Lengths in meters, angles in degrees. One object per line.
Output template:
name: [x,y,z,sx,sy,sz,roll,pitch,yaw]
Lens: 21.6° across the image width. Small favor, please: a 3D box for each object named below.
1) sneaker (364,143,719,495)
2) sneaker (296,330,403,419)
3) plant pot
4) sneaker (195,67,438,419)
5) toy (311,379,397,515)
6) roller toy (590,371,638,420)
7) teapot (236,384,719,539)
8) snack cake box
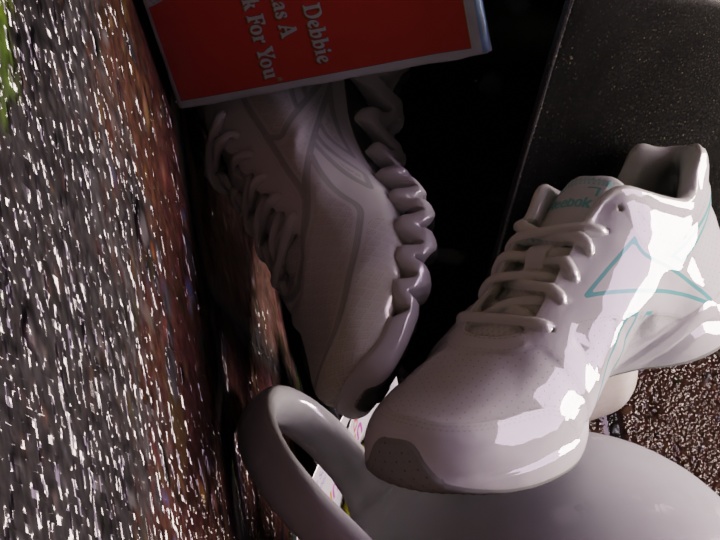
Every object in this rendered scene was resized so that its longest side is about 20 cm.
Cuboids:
sneaker: [0.064,0.012,0.653,0.200,0.070,0.080,-32,125,-46]
sneaker: [0.000,0.000,0.923,0.085,0.074,0.200,-91,170,-67]
plant pot: [0.089,-0.077,0.798,0.200,0.177,0.200,49,-45,49]
sneaker: [-0.021,-0.030,0.691,0.200,0.081,0.075,-97,-156,-43]
toy: [0.025,0.131,0.885,0.115,0.047,0.200,-67,158,-45]
roller toy: [0.083,0.018,1.198,0.200,0.140,0.183,78,-8,-46]
teapot: [0.054,0.129,0.719,0.146,0.197,0.200,-123,-151,-48]
snack cake box: [-0.029,-0.153,0.610,0.200,0.115,0.067,76,5,-47]
